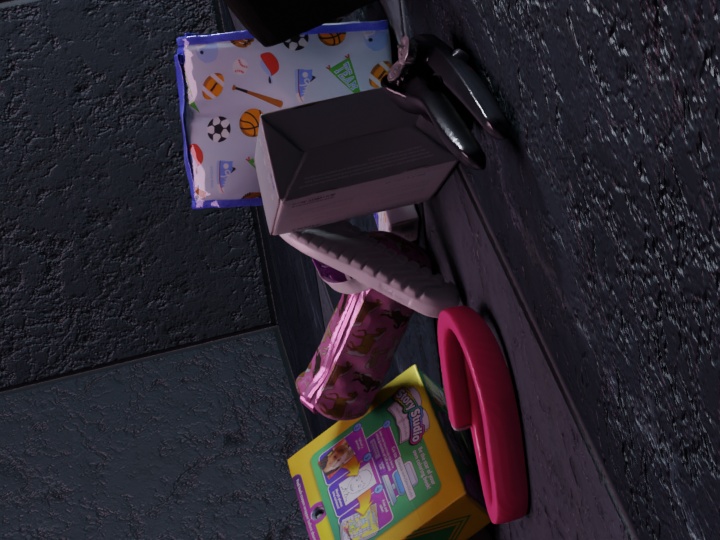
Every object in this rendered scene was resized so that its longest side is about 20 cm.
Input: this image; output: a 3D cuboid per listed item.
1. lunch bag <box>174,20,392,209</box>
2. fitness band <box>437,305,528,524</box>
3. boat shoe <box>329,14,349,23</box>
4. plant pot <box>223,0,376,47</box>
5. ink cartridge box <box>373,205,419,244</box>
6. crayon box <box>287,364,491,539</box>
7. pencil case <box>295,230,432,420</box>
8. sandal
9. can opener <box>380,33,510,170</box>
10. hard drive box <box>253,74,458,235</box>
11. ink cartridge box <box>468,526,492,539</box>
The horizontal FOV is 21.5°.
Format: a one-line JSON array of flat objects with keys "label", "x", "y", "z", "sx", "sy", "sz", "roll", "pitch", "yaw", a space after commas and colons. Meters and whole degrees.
[{"label": "lunch bag", "x": -0.070, "y": -0.147, "z": 1.789, "sx": 0.124, "sy": 0.199, "sz": 0.171, "roll": -154, "pitch": 57, "yaw": -81}, {"label": "fitness band", "x": 0.104, "y": 0.122, "z": 1.623, "sx": 0.144, "sy": 0.037, "sz": 0.201, "roll": -113, "pitch": 11, "yaw": -57}, {"label": "boat shoe", "x": -0.027, "y": -0.277, "z": 1.853, "sx": 0.065, "sy": 0.072, "sz": 0.200, "roll": 52, "pitch": 159, "yaw": 3}, {"label": "plant pot", "x": -0.058, "y": -0.295, "z": 1.567, "sx": 0.200, "sy": 0.199, "sz": 0.178, "roll": -127, "pitch": 13, "yaw": -74}, {"label": "ink cartridge box", "x": 0.016, "y": -0.116, "z": 1.917, "sx": 0.095, "sy": 0.037, "sz": 0.201, "roll": 90, "pitch": 163, "yaw": -67}, {"label": "crayon box", "x": 0.027, "y": 0.215, "z": 1.875, "sx": 0.058, "sy": 0.172, "sz": 0.200, "roll": 45, "pitch": -165, "yaw": -36}, {"label": "pencil case", "x": 0.002, "y": 0.057, "z": 1.867, "sx": 0.083, "sy": 0.086, "sz": 0.201, "roll": -98, "pitch": 24, "yaw": -51}, {"label": "sandal", "x": -0.004, "y": 0.001, "z": 1.731, "sx": 0.202, "sy": 0.082, "sz": 0.050, "roll": 29, "pitch": 115, "yaw": 26}, {"label": "can opener", "x": 0.069, "y": -0.127, "z": 1.389, "sx": 0.064, "sy": 0.078, "sz": 0.200, "roll": -62, "pitch": 21, "yaw": 11}, {"label": "hard drive box", "x": -0.008, "y": -0.095, "z": 1.633, "sx": 0.200, "sy": 0.155, "sz": 0.077, "roll": 124, "pitch": 132, "yaw": -81}, {"label": "ink cartridge box", "x": 0.093, "y": 0.327, "z": 1.932, "sx": 0.176, "sy": 0.083, "sz": 0.201, "roll": -111, "pitch": 11, "yaw": -51}]
